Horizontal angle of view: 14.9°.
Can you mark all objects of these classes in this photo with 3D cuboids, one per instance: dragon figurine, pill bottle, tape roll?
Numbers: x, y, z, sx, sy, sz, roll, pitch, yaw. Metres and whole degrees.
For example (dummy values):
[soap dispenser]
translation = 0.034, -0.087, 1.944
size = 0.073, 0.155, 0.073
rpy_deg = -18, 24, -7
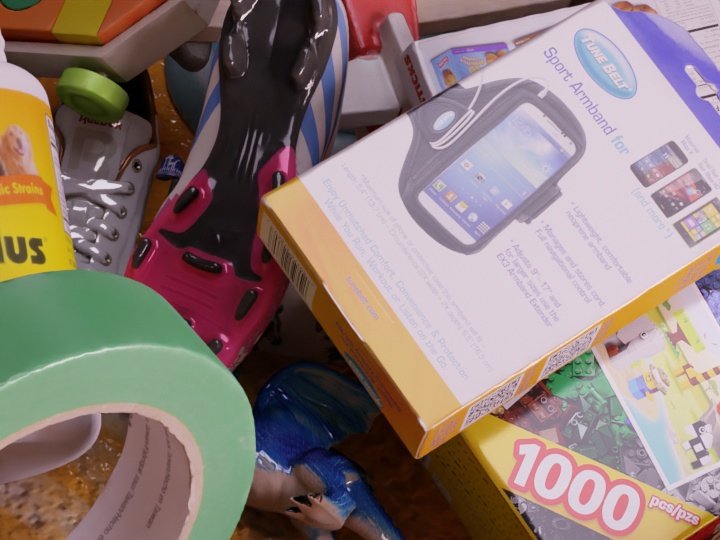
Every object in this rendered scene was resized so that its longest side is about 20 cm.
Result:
[dragon figurine]
translation = -0.024, 0.079, 1.178
size = 0.199, 0.059, 0.100
rpy_deg = 21, 42, 13
[pill bottle]
translation = -0.176, -0.015, 1.153
size = 0.108, 0.109, 0.202
rpy_deg = -6, 75, -19
[tape roll]
translation = -0.133, 0.093, 1.030
size = 0.199, 0.201, 0.048
rpy_deg = -20, 49, -31

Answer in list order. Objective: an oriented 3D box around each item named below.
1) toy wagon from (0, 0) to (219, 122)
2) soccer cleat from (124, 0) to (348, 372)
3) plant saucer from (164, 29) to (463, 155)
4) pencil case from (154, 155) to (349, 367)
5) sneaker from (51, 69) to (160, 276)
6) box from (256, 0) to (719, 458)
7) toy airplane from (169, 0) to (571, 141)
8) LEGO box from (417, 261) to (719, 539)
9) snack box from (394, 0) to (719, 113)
[toy wagon]
translation = -0.140, -0.148, 1.280
size = 0.199, 0.040, 0.156
rpy_deg = 7, 66, 37
[soccer cleat]
translation = -0.045, -0.031, 1.188
size = 0.069, 0.086, 0.201
rpy_deg = 15, 76, 16
[plant saucer]
translation = -0.001, -0.108, 1.420
size = 0.198, 0.028, 0.201
rpy_deg = 6, 41, -5
[pencil case]
translation = 0.000, 0.000, 1.259
size = 0.198, 0.078, 0.090
rpy_deg = 8, 56, -2
[sneaker]
translation = -0.134, -0.025, 1.254
size = 0.072, 0.085, 0.201
rpy_deg = 11, 42, -3
[box]
translation = 0.071, -0.025, 1.128
size = 0.199, 0.042, 0.119
rpy_deg = -30, 73, -20
[toy airplane]
translation = -0.010, -0.139, 1.349
size = 0.200, 0.141, 0.200
rpy_deg = 38, 64, -9
[LEGO box]
translation = 0.089, 0.034, 1.169
size = 0.148, 0.077, 0.201
rpy_deg = -31, 74, -17
[snack box]
translation = 0.116, -0.090, 1.296
size = 0.199, 0.024, 0.072
rpy_deg = -15, 77, -27
